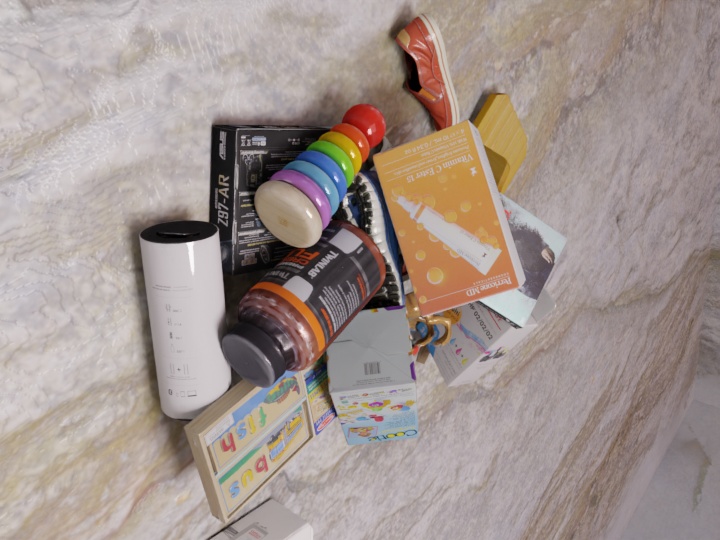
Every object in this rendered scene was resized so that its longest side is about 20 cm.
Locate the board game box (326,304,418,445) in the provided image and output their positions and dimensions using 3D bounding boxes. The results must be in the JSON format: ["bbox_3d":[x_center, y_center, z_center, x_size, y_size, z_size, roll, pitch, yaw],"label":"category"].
[{"bbox_3d":[0.019,0.142,0.874,0.201,0.103,0.104,81,3,-58],"label":"board game box"}]

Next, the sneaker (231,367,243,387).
[{"bbox_3d":[-0.081,0.120,0.850,0.199,0.075,0.089,24,104,-51],"label":"sneaker"}]

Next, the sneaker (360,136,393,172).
[{"bbox_3d":[0.058,-0.143,0.941,0.200,0.073,0.117,-42,136,-32],"label":"sneaker"}]

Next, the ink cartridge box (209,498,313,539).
[{"bbox_3d":[-0.158,0.418,0.873,0.199,0.082,0.148,-21,119,-45],"label":"ink cartridge box"}]

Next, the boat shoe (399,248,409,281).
[{"bbox_3d":[0.000,0.000,0.925,0.199,0.071,0.063,-20,108,-43],"label":"boat shoe"}]

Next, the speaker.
[{"bbox_3d":[-0.181,0.051,0.709,0.081,0.081,0.203,-23,120,-45],"label":"speaker"}]

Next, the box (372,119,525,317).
[{"bbox_3d":[0.110,-0.061,0.819,0.097,0.123,0.202,-13,85,-72],"label":"box"}]

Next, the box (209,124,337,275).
[{"bbox_3d":[-0.087,-0.090,0.804,0.199,0.043,0.162,-14,114,-48],"label":"box"}]

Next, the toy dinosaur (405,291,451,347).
[{"bbox_3d":[0.094,0.046,0.919,0.198,0.060,0.107,-21,98,-12],"label":"toy dinosaur"}]

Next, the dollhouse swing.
[{"bbox_3d":[0.255,-0.161,1.115,0.176,0.182,0.200,-46,138,-1],"label":"dollhouse swing"}]

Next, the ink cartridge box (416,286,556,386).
[{"bbox_3d":[0.185,0.071,1.020,0.067,0.116,0.200,1,139,-42],"label":"ink cartridge box"}]

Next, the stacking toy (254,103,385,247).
[{"bbox_3d":[-0.031,-0.120,0.767,0.201,0.085,0.086,-52,138,-31],"label":"stacking toy"}]

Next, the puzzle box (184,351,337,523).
[{"bbox_3d":[-0.104,0.173,0.771,0.200,0.025,0.134,-38,132,-41],"label":"puzzle box"}]

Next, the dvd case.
[{"bbox_3d":[0.173,-0.032,0.919,0.199,0.022,0.147,32,82,-12],"label":"dvd case"}]

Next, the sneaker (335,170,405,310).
[{"bbox_3d":[0.029,-0.033,0.858,0.089,0.078,0.203,-29,113,-50],"label":"sneaker"}]

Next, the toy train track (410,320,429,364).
[{"bbox_3d":[0.089,0.084,1.104,0.199,0.032,0.116,26,90,-46],"label":"toy train track"}]

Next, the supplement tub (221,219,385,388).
[{"bbox_3d":[-0.062,0.037,0.746,0.200,0.106,0.108,-47,136,-39],"label":"supplement tub"}]

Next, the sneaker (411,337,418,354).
[{"bbox_3d":[0.041,0.133,1.007,0.070,0.093,0.202,-33,127,-40],"label":"sneaker"}]

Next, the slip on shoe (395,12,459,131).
[{"bbox_3d":[0.096,-0.266,0.959,0.061,0.074,0.201,-27,139,0],"label":"slip on shoe"}]
